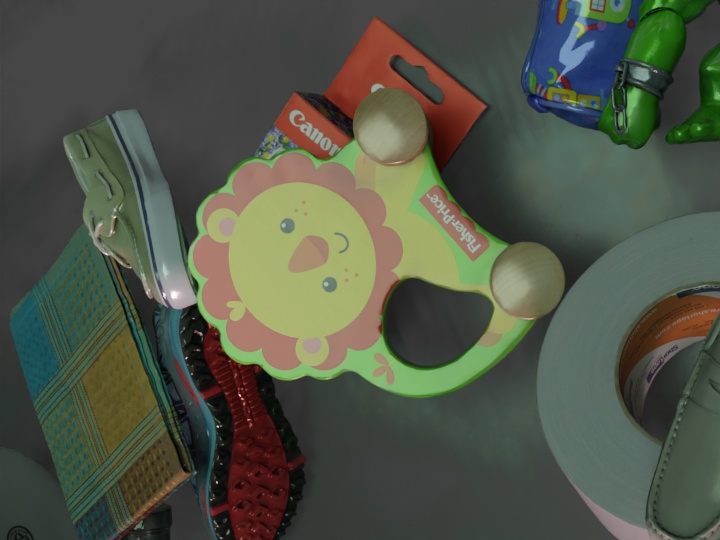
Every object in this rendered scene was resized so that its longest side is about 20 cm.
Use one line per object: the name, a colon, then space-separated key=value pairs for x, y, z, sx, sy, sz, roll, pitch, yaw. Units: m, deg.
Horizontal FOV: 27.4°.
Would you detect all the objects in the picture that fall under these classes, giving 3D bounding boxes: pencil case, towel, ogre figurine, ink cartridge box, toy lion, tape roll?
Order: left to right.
towel: x=-0.187 y=0.085 z=1.046 sx=0.147 sy=0.022 sz=0.201 roll=-42 pitch=63 yaw=39
ink cartridge box: x=-0.016 y=-0.060 z=0.993 sx=0.109 sy=0.050 sz=0.201 roll=40 pitch=107 yaw=16
toy lion: x=0.000 y=0.000 z=0.917 sx=0.192 sy=0.069 sz=0.200 roll=-43 pitch=85 yaw=4
pencil case: x=0.146 y=-0.188 z=0.902 sx=0.086 sy=0.078 sz=0.202 roll=6 pitch=95 yaw=-6
tape roll: x=0.204 y=0.068 z=0.847 sx=0.198 sy=0.066 sz=0.202 roll=-12 pitch=56 yaw=18
ogre figurine: x=0.237 y=-0.138 z=0.856 sx=0.198 sy=0.098 sz=0.121 roll=-6 pitch=90 yaw=21

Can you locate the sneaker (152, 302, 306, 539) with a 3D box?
sneaker: x=-0.098 y=0.103 z=1.036 sx=0.095 sy=0.079 sz=0.202 roll=10 pitch=112 yaw=57

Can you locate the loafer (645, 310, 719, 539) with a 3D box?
loafer: x=0.202 y=0.056 z=0.770 sx=0.069 sy=0.070 sz=0.201 roll=17 pitch=70 yaw=33

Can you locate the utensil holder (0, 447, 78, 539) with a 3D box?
utensil holder: x=-0.313 y=0.240 z=1.073 sx=0.199 sy=0.170 sz=0.171 roll=-30 pitch=81 yaw=19

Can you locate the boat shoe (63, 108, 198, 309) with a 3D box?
boat shoe: x=-0.156 y=-0.037 z=0.999 sx=0.061 sy=0.072 sz=0.201 roll=-19 pitch=40 yaw=-8

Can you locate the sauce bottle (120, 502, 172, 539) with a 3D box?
sauce bottle: x=-0.153 y=0.270 z=1.059 sx=0.065 sy=0.066 sz=0.202 roll=1 pitch=95 yaw=23
